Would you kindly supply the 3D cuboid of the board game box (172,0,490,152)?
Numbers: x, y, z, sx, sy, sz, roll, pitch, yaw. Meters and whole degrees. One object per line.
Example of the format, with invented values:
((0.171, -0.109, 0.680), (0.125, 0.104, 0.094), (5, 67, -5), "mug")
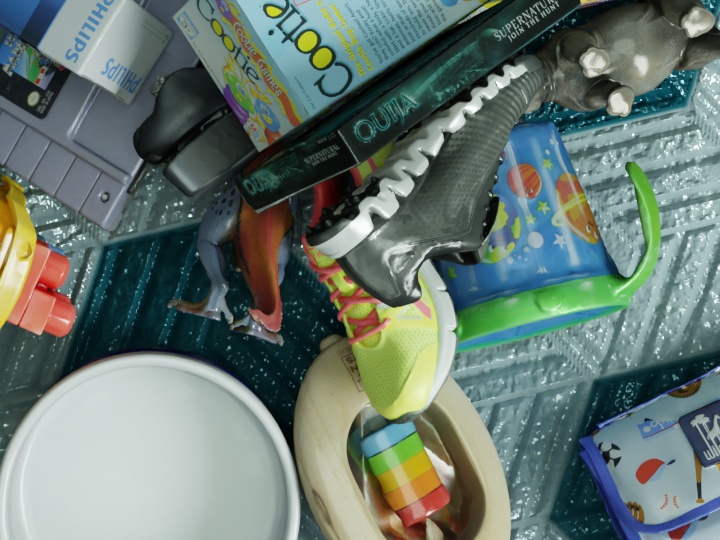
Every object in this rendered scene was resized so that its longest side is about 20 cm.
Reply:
((0.002, -0.175, 1.448), (0.199, 0.103, 0.105), (-34, 94, -22), "board game box")

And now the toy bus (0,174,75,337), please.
((-0.263, -0.012, 1.485), (0.191, 0.200, 0.137), (26, 94, -13), "toy bus")

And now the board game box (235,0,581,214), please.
((0.028, -0.108, 1.431), (0.200, 0.135, 0.028), (-37, 98, -31), "board game box")

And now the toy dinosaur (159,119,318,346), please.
((-0.054, -0.048, 1.519), (0.104, 0.199, 0.183), (20, 84, -32), "toy dinosaur")

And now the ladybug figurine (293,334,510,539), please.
((0.021, 0.135, 1.560), (0.135, 0.072, 0.201), (-23, 87, -24), "ladybug figurine")

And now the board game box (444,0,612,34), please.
((0.113, -0.252, 1.561), (0.198, 0.057, 0.167), (-13, 95, -3), "board game box")

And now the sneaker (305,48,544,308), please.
((0.057, -0.052, 1.463), (0.200, 0.066, 0.091), (-45, 104, -25), "sneaker")

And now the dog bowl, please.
((-0.139, 0.152, 1.557), (0.198, 0.079, 0.202), (0, 93, -3), "dog bowl")

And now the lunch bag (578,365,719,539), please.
((0.257, 0.166, 1.567), (0.169, 0.124, 0.201), (-25, 81, -2), "lunch bag")

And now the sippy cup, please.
((0.097, -0.024, 1.542), (0.176, 0.140, 0.132), (-13, 83, -14), "sippy cup")

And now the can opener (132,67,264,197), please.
((-0.063, -0.129, 1.506), (0.200, 0.063, 0.079), (-43, 99, -21), "can opener")

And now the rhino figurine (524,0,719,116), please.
((0.151, -0.133, 1.551), (0.198, 0.087, 0.060), (-19, 110, -7), "rhino figurine")

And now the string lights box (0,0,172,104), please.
((-0.225, -0.186, 1.490), (0.199, 0.103, 0.059), (33, 91, 14), "string lights box")

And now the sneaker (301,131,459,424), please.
((0.000, 0.000, 1.495), (0.090, 0.078, 0.202), (5, 67, -42), "sneaker")

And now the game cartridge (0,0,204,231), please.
((-0.167, -0.144, 1.541), (0.129, 0.038, 0.201), (30, 92, 11), "game cartridge")
